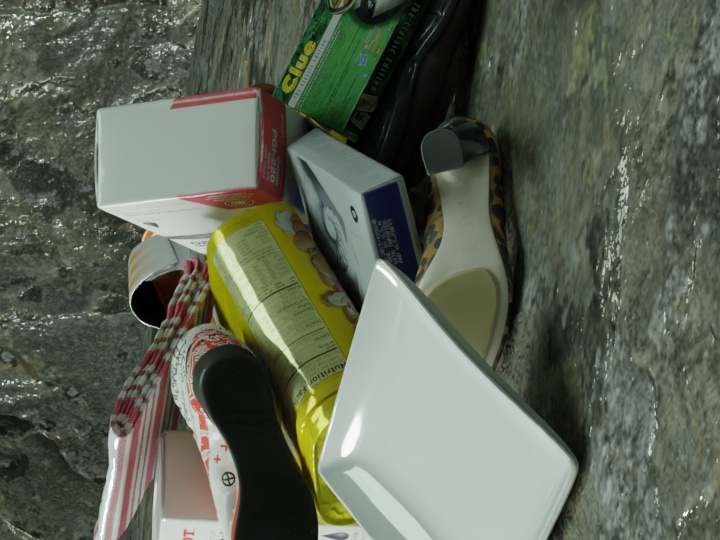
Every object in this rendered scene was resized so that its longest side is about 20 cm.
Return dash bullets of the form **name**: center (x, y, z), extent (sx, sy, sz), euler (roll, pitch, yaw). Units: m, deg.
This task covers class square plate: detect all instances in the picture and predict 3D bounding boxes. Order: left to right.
- **square plate**: center (0.055, 0.123, 1.267), extent (0.200, 0.028, 0.199), euler (47, 139, 33)

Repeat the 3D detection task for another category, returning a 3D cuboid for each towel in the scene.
- **towel**: center (-0.159, 0.102, 1.516), extent (0.200, 0.030, 0.147), euler (-65, -9, -46)

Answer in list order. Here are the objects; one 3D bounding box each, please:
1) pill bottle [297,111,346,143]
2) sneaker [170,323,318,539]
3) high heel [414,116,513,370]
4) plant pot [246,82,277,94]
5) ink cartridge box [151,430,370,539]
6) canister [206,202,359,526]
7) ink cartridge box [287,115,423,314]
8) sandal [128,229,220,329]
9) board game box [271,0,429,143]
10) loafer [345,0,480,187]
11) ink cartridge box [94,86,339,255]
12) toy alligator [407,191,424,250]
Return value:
- **pill bottle**: center (-0.001, -0.150, 1.685), extent (0.200, 0.112, 0.112), euler (116, 157, -62)
- **sneaker**: center (-0.084, 0.135, 1.442), extent (0.108, 0.067, 0.202), euler (-140, 34, -67)
- **high heel**: center (0.078, -0.007, 1.399), extent (0.143, 0.071, 0.201), euler (-31, -63, -76)
- **plant pot**: center (-0.100, -0.050, 1.812), extent (0.140, 0.200, 0.201), euler (-28, 42, 23)
- **ink cartridge box**: center (-0.060, 0.198, 1.544), extent (0.146, 0.199, 0.084), euler (101, 169, -50)
- **canister**: center (-0.037, 0.065, 1.466), extent (0.200, 0.086, 0.149), euler (58, 164, 35)
- **ink cartridge box**: center (0.000, 0.000, 1.489), extent (0.200, 0.040, 0.200), euler (-143, 34, -63)
- **sandal**: center (-0.160, 0.021, 1.688), extent (0.079, 0.059, 0.207), euler (-57, 40, 29)
- **board game box**: center (0.009, -0.206, 1.549), extent (0.105, 0.023, 0.201), euler (33, 97, 47)
- **loafer**: center (0.051, -0.160, 1.551), extent (0.072, 0.063, 0.201), euler (27, 95, 53)
- **ink cartridge box**: center (-0.101, -0.073, 1.590), extent (0.200, 0.145, 0.085), euler (23, -117, -65)
- **toy alligator**: center (0.026, 0.004, 1.600), extent (0.054, 0.059, 0.201), euler (-149, 54, -76)
